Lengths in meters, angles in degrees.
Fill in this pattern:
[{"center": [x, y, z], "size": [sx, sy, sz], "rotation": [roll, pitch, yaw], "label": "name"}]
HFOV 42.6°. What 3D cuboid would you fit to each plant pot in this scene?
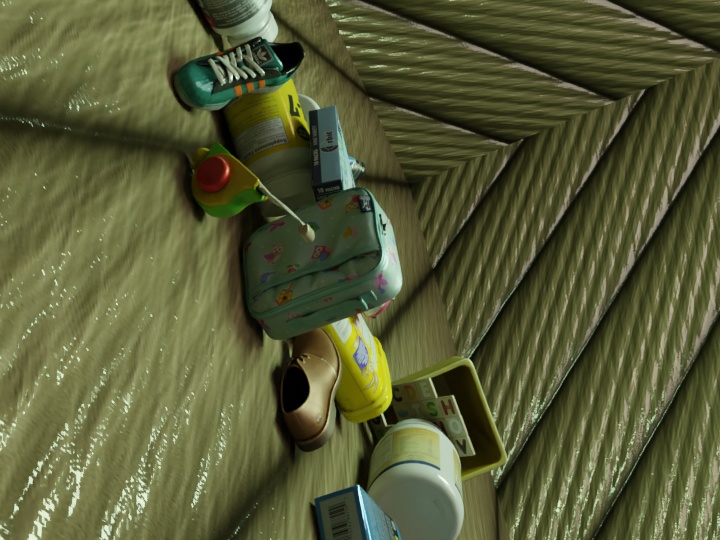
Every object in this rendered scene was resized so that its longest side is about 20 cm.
[{"center": [0.129, 0.269, 1.675], "size": [0.200, 0.192, 0.198], "rotation": [-132, -159, -86], "label": "plant pot"}]

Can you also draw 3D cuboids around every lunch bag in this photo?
[{"center": [-0.047, -0.007, 1.137], "size": [0.162, 0.196, 0.078], "rotation": [-99, 162, -45], "label": "lunch bag"}]

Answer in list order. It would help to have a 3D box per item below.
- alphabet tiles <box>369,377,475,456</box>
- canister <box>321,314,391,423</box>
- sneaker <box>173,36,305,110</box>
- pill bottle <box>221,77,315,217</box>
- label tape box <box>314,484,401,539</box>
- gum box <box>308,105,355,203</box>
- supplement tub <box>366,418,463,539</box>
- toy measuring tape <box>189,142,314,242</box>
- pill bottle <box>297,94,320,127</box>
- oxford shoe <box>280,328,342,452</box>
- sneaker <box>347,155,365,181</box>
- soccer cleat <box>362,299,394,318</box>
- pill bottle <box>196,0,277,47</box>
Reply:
[{"center": [0.094, 0.263, 1.506], "size": [0.007, 0.198, 0.170], "rotation": [-25, 96, -45], "label": "alphabet tiles"}, {"center": [-0.032, 0.102, 1.355], "size": [0.150, 0.085, 0.202], "rotation": [-99, 164, -52], "label": "canister"}, {"center": [-0.153, -0.265, 1.194], "size": [0.199, 0.079, 0.072], "rotation": [-28, 88, -47], "label": "sneaker"}, {"center": [-0.127, -0.188, 1.319], "size": [0.114, 0.112, 0.204], "rotation": [26, 45, -77], "label": "pill bottle"}, {"center": [0.013, 0.366, 1.131], "size": [0.201, 0.065, 0.146], "rotation": [61, 13, -56], "label": "label tape box"}, {"center": [-0.029, -0.095, 1.286], "size": [0.172, 0.044, 0.202], "rotation": [-95, 172, -48], "label": "gum box"}, {"center": [0.081, 0.319, 1.376], "size": [0.200, 0.142, 0.147], "rotation": [-73, 141, -75], "label": "supplement tub"}, {"center": [-0.136, -0.075, 1.048], "size": [0.199, 0.074, 0.074], "rotation": [42, -6, 29], "label": "toy measuring tape"}, {"center": [-0.090, -0.212, 1.598], "size": [0.200, 0.109, 0.113], "rotation": [46, 25, -68], "label": "pill bottle"}, {"center": [-0.067, 0.126, 1.154], "size": [0.072, 0.070, 0.202], "rotation": [57, 15, -32], "label": "oxford shoe"}, {"center": [-0.040, -0.111, 1.590], "size": [0.072, 0.081, 0.202], "rotation": [-101, -155, -44], "label": "sneaker"}, {"center": [0.000, 0.000, 1.377], "size": [0.086, 0.070, 0.201], "rotation": [42, 15, -20], "label": "soccer cleat"}, {"center": [-0.201, -0.433, 1.408], "size": [0.201, 0.109, 0.112], "rotation": [61, 13, -45], "label": "pill bottle"}]
